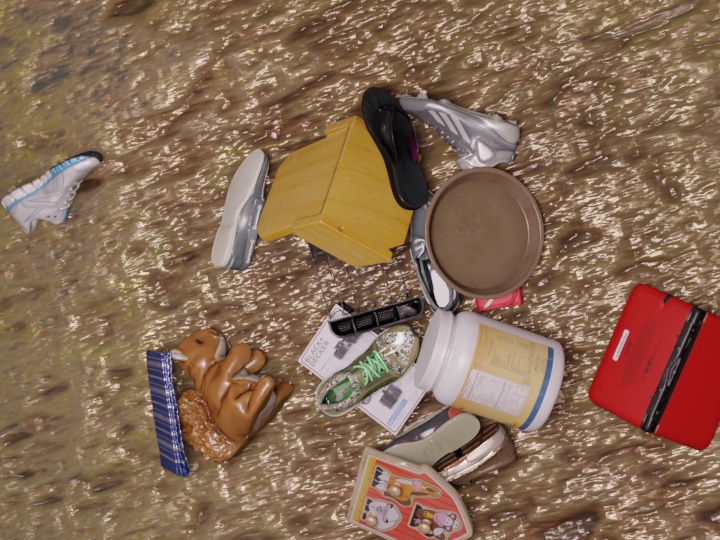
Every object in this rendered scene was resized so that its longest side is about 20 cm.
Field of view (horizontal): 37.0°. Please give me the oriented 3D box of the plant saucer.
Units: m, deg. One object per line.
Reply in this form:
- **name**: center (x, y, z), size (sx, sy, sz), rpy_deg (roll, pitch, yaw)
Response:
- **plant saucer**: center (0.188, -0.057, 1.659), size (0.197, 0.029, 0.204), rpy_deg (1, 88, -16)

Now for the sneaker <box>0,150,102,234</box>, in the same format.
- **sneaker**: center (-0.503, -0.129, 1.810), size (0.198, 0.075, 0.087), rpy_deg (-29, 94, 18)

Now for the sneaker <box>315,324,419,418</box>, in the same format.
- **sneaker**: center (0.009, 0.160, 1.645), size (0.199, 0.089, 0.077), rpy_deg (-41, 85, 9)

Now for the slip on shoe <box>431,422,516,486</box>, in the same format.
- **slip on shoe**: center (0.154, 0.316, 1.699), size (0.199, 0.076, 0.061), rpy_deg (-34, 103, 6)

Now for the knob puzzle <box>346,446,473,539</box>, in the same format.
- **knob puzzle**: center (0.080, 0.377, 1.677), size (0.216, 0.031, 0.222), rpy_deg (11, 127, 15)

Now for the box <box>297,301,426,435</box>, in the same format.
- **box**: center (0.012, 0.156, 1.720), size (0.199, 0.060, 0.117), rpy_deg (37, 98, 8)

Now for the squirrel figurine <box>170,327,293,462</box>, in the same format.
- **squirrel figurine**: center (-0.237, 0.197, 1.734), size (0.186, 0.141, 0.201), rpy_deg (36, 95, 14)

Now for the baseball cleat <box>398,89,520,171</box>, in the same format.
- **baseball cleat**: center (0.146, -0.211, 1.678), size (0.197, 0.070, 0.108), rpy_deg (16, 94, 10)

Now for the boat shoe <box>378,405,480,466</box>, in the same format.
- **boat shoe**: center (0.096, 0.270, 1.699), size (0.198, 0.063, 0.072), rpy_deg (-31, 116, 5)

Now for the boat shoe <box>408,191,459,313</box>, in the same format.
- **boat shoe**: center (0.114, -0.029, 1.686), size (0.072, 0.062, 0.203), rpy_deg (-12, 90, 10)

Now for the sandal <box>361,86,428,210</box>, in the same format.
- **sandal**: center (0.062, -0.193, 1.645), size (0.048, 0.075, 0.203), rpy_deg (-33, 76, 54)

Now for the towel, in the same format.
- **towel**: center (-0.316, 0.230, 1.755), size (0.024, 0.144, 0.204), rpy_deg (-8, 90, -23)

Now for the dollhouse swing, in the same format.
- **dollhouse swing**: center (-0.035, -0.104, 1.688), size (0.180, 0.175, 0.202), rpy_deg (28, 58, -19)

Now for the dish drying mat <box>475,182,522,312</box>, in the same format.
- **dish drying mat**: center (0.204, -0.040, 1.699), size (0.076, 0.018, 0.203), rpy_deg (-9, 90, 11)

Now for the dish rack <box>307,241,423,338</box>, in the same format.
- **dish rack**: center (0.000, 0.000, 1.687), size (0.151, 0.055, 0.203), rpy_deg (-14, 76, -10)

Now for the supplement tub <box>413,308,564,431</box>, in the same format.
- **supplement tub**: center (0.193, 0.147, 1.625), size (0.197, 0.145, 0.147), rpy_deg (18, 95, -5)

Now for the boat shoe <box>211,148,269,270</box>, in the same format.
- **boat shoe**: center (-0.184, -0.096, 1.760), size (0.061, 0.072, 0.203), rpy_deg (19, 88, -34)

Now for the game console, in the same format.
- **game console**: center (0.476, 0.147, 1.655), size (0.171, 0.118, 0.203), rpy_deg (27, 97, 40)
